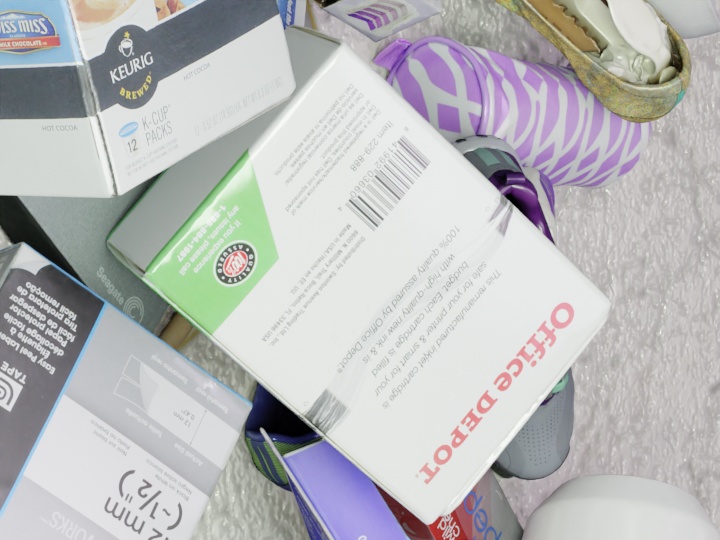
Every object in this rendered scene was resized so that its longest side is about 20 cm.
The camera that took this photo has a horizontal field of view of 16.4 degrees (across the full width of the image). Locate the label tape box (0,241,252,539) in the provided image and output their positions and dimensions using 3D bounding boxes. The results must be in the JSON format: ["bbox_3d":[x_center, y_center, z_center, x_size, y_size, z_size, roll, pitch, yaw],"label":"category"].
[{"bbox_3d":[-0.154,0.111,1.142,0.143,0.066,0.201,37,59,-24],"label":"label tape box"}]

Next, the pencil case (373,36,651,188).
[{"bbox_3d":[0.095,-0.095,1.487,0.200,0.084,0.086,1,56,-56],"label":"pencil case"}]

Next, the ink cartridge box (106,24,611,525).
[{"bbox_3d":[0.000,0.003,1.216,0.200,0.084,0.146,43,85,-23],"label":"ink cartridge box"}]

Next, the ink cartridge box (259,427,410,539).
[{"bbox_3d":[0.028,0.184,1.285,0.043,0.199,0.200,-31,153,-6],"label":"ink cartridge box"}]

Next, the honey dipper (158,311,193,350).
[{"bbox_3d":[-0.098,0.034,1.272,0.200,0.038,0.038,-59,135,-35],"label":"honey dipper"}]

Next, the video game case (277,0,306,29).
[{"bbox_3d":[-0.089,-0.196,1.223,0.200,0.018,0.144,44,36,-38],"label":"video game case"}]

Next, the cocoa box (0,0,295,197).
[{"bbox_3d":[-0.152,-0.114,1.050,0.133,0.199,0.132,-34,119,-48],"label":"cocoa box"}]

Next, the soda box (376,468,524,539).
[{"bbox_3d":[0.050,0.160,1.457,0.070,0.063,0.200,-57,134,-34],"label":"soda box"}]

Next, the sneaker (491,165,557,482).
[{"bbox_3d":[0.084,0.034,1.453,0.083,0.080,0.201,-51,157,-63],"label":"sneaker"}]

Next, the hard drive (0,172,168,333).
[{"bbox_3d":[-0.109,-0.077,1.250,0.140,0.033,0.201,56,50,-39],"label":"hard drive"}]

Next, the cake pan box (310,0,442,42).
[{"bbox_3d":[-0.036,-0.232,1.271,0.184,0.052,0.201,27,49,-49],"label":"cake pan box"}]

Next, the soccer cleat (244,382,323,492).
[{"bbox_3d":[-0.008,0.025,1.366,0.084,0.064,0.201,46,58,-50],"label":"soccer cleat"}]

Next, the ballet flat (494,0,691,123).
[{"bbox_3d":[0.116,-0.168,1.443,0.200,0.071,0.071,45,51,-5],"label":"ballet flat"}]

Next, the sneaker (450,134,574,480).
[{"bbox_3d":[0.080,0.031,1.348,0.074,0.088,0.201,-18,110,-9],"label":"sneaker"}]

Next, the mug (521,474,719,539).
[{"bbox_3d":[0.138,0.207,1.444,0.149,0.186,0.154,17,66,-20],"label":"mug"}]

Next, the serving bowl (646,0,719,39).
[{"bbox_3d":[0.155,-0.227,1.525,0.200,0.065,0.201,-22,90,-79],"label":"serving bowl"}]
